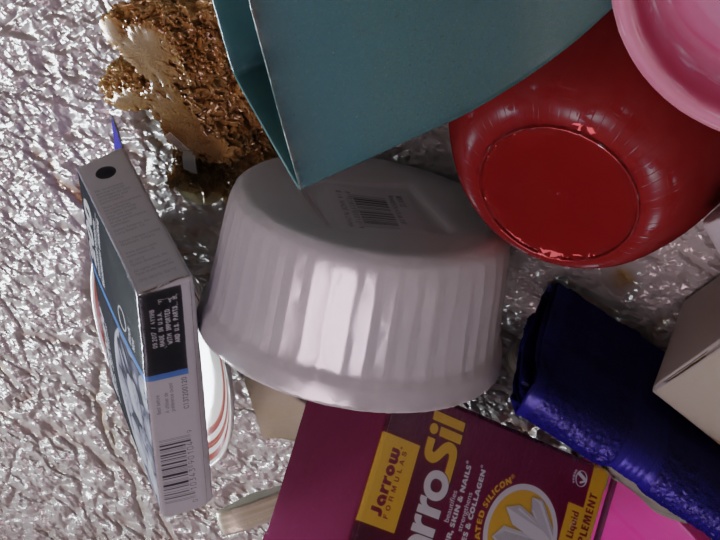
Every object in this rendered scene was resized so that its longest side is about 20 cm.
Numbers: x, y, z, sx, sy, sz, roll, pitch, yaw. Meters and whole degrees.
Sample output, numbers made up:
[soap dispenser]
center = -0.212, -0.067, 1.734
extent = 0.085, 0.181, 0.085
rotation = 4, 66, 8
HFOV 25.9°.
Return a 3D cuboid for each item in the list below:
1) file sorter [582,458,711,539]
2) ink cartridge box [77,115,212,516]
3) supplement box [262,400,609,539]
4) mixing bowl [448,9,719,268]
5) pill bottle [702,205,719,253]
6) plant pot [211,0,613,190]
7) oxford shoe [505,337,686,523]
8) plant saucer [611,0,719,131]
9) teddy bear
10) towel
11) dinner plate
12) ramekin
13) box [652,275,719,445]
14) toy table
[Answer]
[file sorter]
center = 0.148, 0.246, 1.183
extent = 0.200, 0.126, 0.139
rotation = -24, 119, 41
[ink cartridge box]
center = -0.152, 0.028, 1.066
extent = 0.043, 0.200, 0.199
rotation = -13, 130, -15
[supplement box]
center = 0.053, 0.160, 1.048
extent = 0.200, 0.131, 0.103
rotation = 25, 166, -32
[mixing bowl]
center = 0.130, -0.076, 0.917
extent = 0.199, 0.109, 0.201
rotation = 15, 134, 16
[pill bottle]
center = 0.281, 0.036, 0.883
extent = 0.112, 0.112, 0.200
rotation = -32, 91, 43
[plant pot]
center = 0.026, -0.164, 0.825
extent = 0.199, 0.141, 0.142
rotation = -20, 127, -7
[oxford shoe]
center = 0.180, 0.117, 1.092
extent = 0.200, 0.075, 0.058
rotation = 32, 133, -9
[plant saucer]
center = 0.229, -0.161, 0.802
extent = 0.200, 0.051, 0.201
rotation = 5, 126, 7
[teddy bear]
center = -0.103, -0.114, 1.051
extent = 0.145, 0.067, 0.200
rotation = 1, 136, 40
[towel]
center = 0.189, 0.103, 1.020
extent = 0.200, 0.148, 0.050
rotation = 33, 121, -4
[dinner plate]
center = -0.148, 0.056, 1.200
extent = 0.200, 0.024, 0.201
rotation = 29, 129, 43
[ramekin]
center = 0.000, 0.000, 0.992
extent = 0.200, 0.200, 0.098
rotation = 16, 113, 15
[box]
center = 0.292, 0.089, 0.992
extent = 0.200, 0.095, 0.078
rotation = 39, 137, -7
[toy table]
center = -0.011, 0.156, 1.165
extent = 0.117, 0.184, 0.201
rotation = -17, 80, 31
